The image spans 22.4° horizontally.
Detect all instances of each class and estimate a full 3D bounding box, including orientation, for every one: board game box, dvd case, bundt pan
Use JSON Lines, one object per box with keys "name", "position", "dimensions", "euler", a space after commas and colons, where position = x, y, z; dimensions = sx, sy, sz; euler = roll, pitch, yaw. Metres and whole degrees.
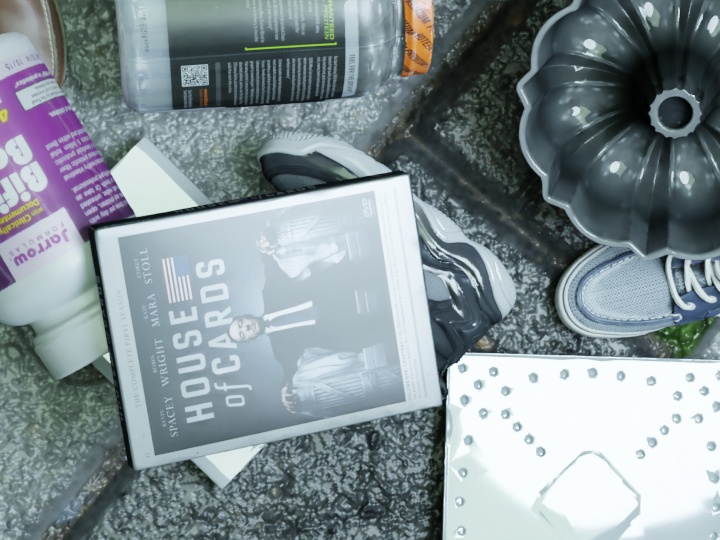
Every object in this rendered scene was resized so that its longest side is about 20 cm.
{"name": "board game box", "position": [0.153, 0.158, 1.238], "dimensions": [0.200, 0.026, 0.200], "euler": [2, 88, -6]}
{"name": "dvd case", "position": [-0.055, 0.029, 1.112], "dimensions": [0.200, 0.025, 0.151], "euler": [-11, 99, -16]}
{"name": "bundt pan", "position": [0.203, -0.111, 1.170], "dimensions": [0.201, 0.076, 0.202], "euler": [4, 112, 9]}

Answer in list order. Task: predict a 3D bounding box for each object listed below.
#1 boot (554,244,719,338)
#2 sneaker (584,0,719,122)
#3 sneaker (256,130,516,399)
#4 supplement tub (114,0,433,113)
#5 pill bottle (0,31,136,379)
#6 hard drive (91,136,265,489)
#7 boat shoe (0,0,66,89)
{"name": "boot", "position": [0.233, -0.003, 1.219], "dimensions": [0.200, 0.090, 0.073], "euler": [-17, 90, -7]}
{"name": "sneaker", "position": [0.230, -0.176, 1.223], "dimensions": [0.200, 0.088, 0.081], "euler": [-42, 93, -2]}
{"name": "sneaker", "position": [0.000, 0.000, 1.188], "dimensions": [0.200, 0.075, 0.114], "euler": [36, 67, -8]}
{"name": "supplement tub", "position": [-0.058, -0.168, 1.175], "dimensions": [0.200, 0.123, 0.123], "euler": [-4, 89, -7]}
{"name": "pill bottle", "position": [-0.206, -0.037, 1.131], "dimensions": [0.112, 0.112, 0.200], "euler": [-32, 95, -7]}
{"name": "hard drive", "position": [-0.118, 0.028, 1.210], "dimensions": [0.200, 0.025, 0.132], "euler": [45, 84, -4]}
{"name": "boat shoe", "position": [-0.244, -0.203, 1.179], "dimensions": [0.076, 0.072, 0.200], "euler": [-21, 91, -7]}
